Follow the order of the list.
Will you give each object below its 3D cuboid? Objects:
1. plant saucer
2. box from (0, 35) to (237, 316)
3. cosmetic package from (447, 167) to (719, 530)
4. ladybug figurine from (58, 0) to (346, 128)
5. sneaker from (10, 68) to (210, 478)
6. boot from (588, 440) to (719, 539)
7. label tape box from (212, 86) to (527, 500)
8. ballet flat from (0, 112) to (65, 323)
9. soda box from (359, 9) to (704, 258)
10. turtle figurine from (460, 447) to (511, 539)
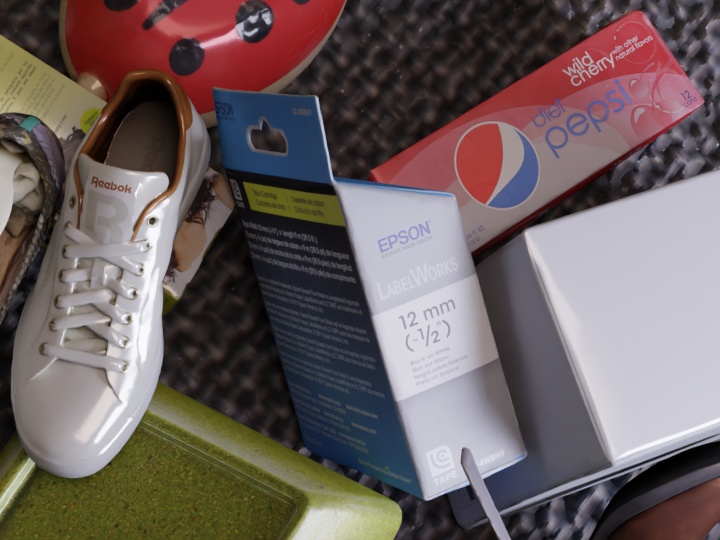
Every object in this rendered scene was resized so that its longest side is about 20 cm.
[{"bbox_3d":[-0.113,0.144,0.983,0.199,0.048,0.200,25,67,18],"label":"plant saucer"},{"bbox_3d":[-0.165,-0.060,1.066,0.200,0.050,0.075,31,68,-8],"label":"box"},{"bbox_3d":[0.150,0.033,1.064,0.199,0.200,0.123,-17,82,-22],"label":"cosmetic package"},{"bbox_3d":[-0.077,-0.157,1.109,0.136,0.072,0.200,42,67,-4],"label":"ladybug figurine"},{"bbox_3d":[-0.126,-0.005,0.986,0.073,0.085,0.201,10,71,7],"label":"sneaker"},{"bbox_3d":[0.178,0.205,1.056,0.188,0.068,0.200,-38,88,13],"label":"boot"},{"bbox_3d":[0.000,0.000,1.022,0.066,0.143,0.201,-19,103,-22],"label":"label tape box"},{"bbox_3d":[-0.202,0.014,0.994,0.072,0.072,0.201,24,88,-11],"label":"ballet flat"},{"bbox_3d":[0.089,-0.065,1.145,0.200,0.063,0.070,-33,87,-23],"label":"soda box"},{"bbox_3d":[0.078,0.224,0.949,0.200,0.144,0.194,32,33,-32],"label":"turtle figurine"}]
